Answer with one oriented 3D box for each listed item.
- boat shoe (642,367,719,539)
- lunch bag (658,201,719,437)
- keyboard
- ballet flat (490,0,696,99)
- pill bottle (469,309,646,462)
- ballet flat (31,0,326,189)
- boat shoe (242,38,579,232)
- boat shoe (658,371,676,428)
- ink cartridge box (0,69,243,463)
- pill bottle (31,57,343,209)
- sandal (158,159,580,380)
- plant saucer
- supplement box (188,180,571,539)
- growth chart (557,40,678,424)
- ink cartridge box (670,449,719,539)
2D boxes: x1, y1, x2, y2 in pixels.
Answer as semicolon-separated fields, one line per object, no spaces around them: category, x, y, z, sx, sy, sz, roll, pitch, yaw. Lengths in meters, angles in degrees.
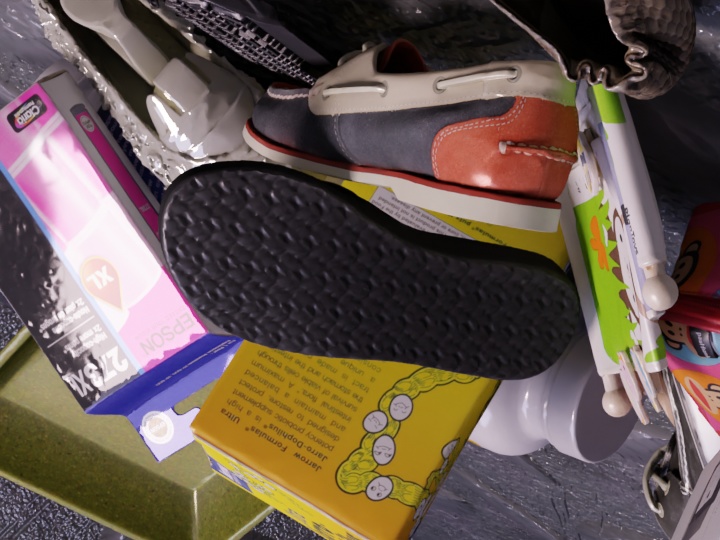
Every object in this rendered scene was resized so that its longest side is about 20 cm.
boat shoe;0.174;0.113;0.862;0.064;0.071;0.200;-9;118;26
lunch bag;0.230;0.052;0.728;0.176;0.082;0.200;12;157;43
keyboard;-0.065;-0.114;0.790;0.127;0.021;0.200;28;-179;14
ballet flat;0.040;-0.115;0.552;0.067;0.046;0.200;-17;137;39
pill bottle;0.063;0.042;1.005;0.200;0.104;0.104;22;164;37
ballet flat;-0.102;-0.095;0.866;0.200;0.072;0.072;42;172;23
boat shoe;0.017;-0.062;0.712;0.071;0.063;0.200;4;-171;-32
boat shoe;0.238;0.098;0.915;0.200;0.070;0.070;43;129;-11
ink cartridge box;-0.135;0.004;0.906;0.200;0.095;0.037;55;-153;-5
pill bottle;-0.093;-0.054;0.970;0.200;0.120;0.120;23;165;34
sandal;0.000;0.001;0.746;0.200;0.075;0.048;18;-160;-28
plant saucer;-0.123;0.078;1.037;0.200;0.048;0.200;30;132;-22
supplement box;0.019;0.030;0.846;0.110;0.200;0.109;30;168;8
growth chart;0.100;-0.015;0.706;0.018;0.145;0.200;-13;165;-1
ink cartridge box;0.202;0.120;0.683;0.145;0.083;0.200;25;163;9
